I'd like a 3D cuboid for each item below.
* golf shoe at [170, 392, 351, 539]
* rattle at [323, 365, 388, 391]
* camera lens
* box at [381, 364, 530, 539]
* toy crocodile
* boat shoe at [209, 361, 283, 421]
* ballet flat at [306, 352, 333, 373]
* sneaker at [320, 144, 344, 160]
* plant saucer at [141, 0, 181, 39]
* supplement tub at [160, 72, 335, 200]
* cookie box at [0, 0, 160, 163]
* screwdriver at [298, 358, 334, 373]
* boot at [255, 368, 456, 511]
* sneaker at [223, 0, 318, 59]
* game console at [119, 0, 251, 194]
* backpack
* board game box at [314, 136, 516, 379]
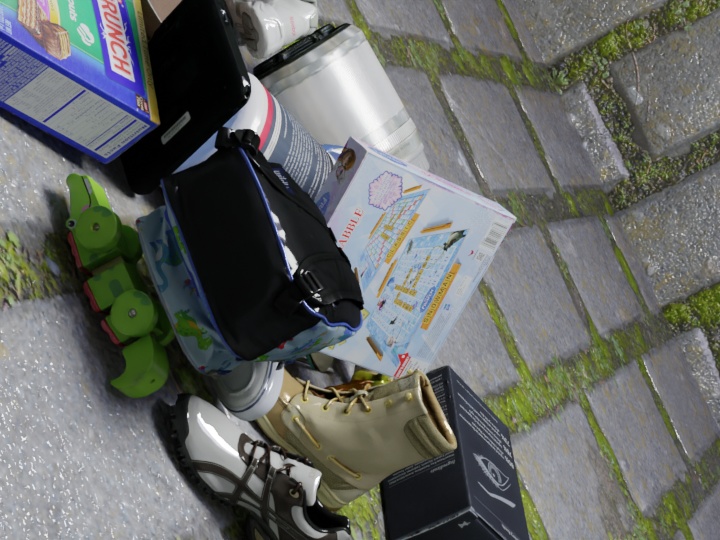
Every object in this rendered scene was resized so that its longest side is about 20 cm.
[{"bbox_3d":[-0.084,0.174,1.448,0.200,0.094,0.078,54,23,-21],"label":"golf shoe"},{"bbox_3d":[-0.020,0.097,1.779,0.131,0.142,0.201,97,-22,-49],"label":"rattle"},{"bbox_3d":[-0.030,-0.170,1.914,0.201,0.159,0.160,60,20,-9],"label":"camera lens"},{"bbox_3d":[0.100,0.232,1.819,0.148,0.104,0.201,47,26,-39],"label":"box"},{"bbox_3d":[-0.207,0.010,1.403,0.201,0.061,0.068,66,6,15],"label":"toy crocodile"},{"bbox_3d":[-0.127,0.042,1.532,0.086,0.074,0.203,44,25,-44],"label":"boat shoe"},{"bbox_3d":[-0.051,0.027,1.647,0.070,0.069,0.200,-96,164,-46],"label":"ballet flat"},{"bbox_3d":[0.002,-0.051,1.813,0.200,0.075,0.088,46,32,-28],"label":"sneaker"},{"bbox_3d":[-0.206,-0.294,1.817,0.201,0.034,0.201,52,21,-30],"label":"plant saucer"},{"bbox_3d":[-0.105,-0.092,1.657,0.200,0.140,0.141,44,27,-42],"label":"supplement tub"},{"bbox_3d":[-0.275,-0.213,1.453,0.200,0.075,0.172,29,39,-48],"label":"cookie box"},{"bbox_3d":[-0.062,0.087,1.707,0.200,0.029,0.028,21,46,-61],"label":"screwdriver"},{"bbox_3d":[-0.015,0.123,1.590,0.201,0.155,0.073,56,21,-19],"label":"boot"},{"bbox_3d":[-0.102,-0.295,1.913,0.200,0.099,0.078,-132,-149,-56],"label":"sneaker"},{"bbox_3d":[-0.145,-0.190,1.553,0.116,0.200,0.177,-6,68,-41],"label":"game console"},{"bbox_3d":[-0.093,-0.002,1.424,0.184,0.146,0.200,66,12,13],"label":"backpack"},{"bbox_3d":[0.024,-0.004,1.613,0.199,0.201,0.041,22,13,-36],"label":"board game box"}]
